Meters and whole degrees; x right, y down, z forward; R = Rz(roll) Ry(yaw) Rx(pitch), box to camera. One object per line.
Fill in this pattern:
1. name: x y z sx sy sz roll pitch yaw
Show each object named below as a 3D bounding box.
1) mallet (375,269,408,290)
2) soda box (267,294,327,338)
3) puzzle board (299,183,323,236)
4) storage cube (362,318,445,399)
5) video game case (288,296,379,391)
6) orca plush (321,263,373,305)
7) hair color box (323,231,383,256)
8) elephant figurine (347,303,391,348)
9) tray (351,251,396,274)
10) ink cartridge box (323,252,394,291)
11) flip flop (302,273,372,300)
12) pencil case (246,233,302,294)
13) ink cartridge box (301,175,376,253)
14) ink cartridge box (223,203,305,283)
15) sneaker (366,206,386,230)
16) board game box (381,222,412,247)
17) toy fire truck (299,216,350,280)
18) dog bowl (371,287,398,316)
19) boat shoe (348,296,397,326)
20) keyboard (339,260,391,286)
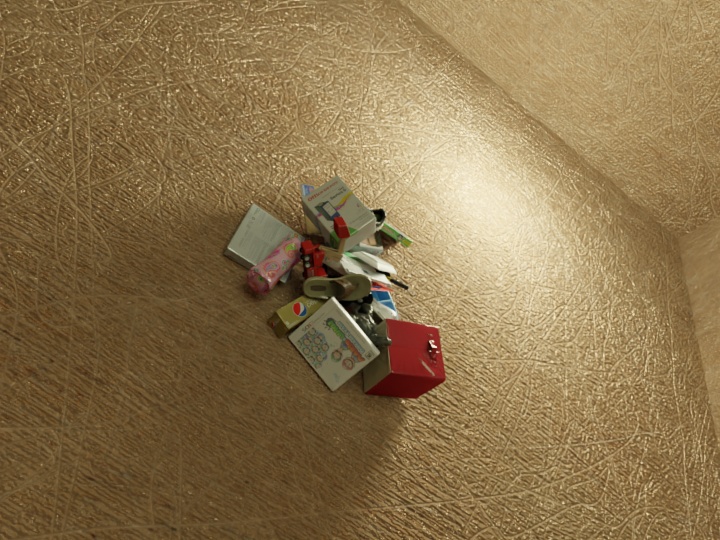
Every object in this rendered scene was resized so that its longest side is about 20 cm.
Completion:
1. mallet: 0.106 0.034 1.680 0.066 0.200 0.041 29 90 -36
2. soda box: -0.167 0.114 1.486 0.064 0.068 0.200 52 45 6
3. puzzle board: -0.119 -0.193 1.687 0.150 0.017 0.201 5 56 -27
4. storage cube: 0.120 0.260 1.511 0.178 0.200 0.172 11 55 -23
5. video game case: -0.075 0.204 1.419 0.200 0.182 0.024 50 19 3
6. orca plush: -0.048 0.033 1.559 0.105 0.071 0.200 -35 59 -23
7. hair color box: -0.027 -0.107 1.743 0.199 0.061 0.100 9 55 -32
8. elephant figurine: -0.007 0.161 1.478 0.155 0.200 0.142 34 47 -12
9. tray: 0.051 -0.028 1.678 0.107 0.022 0.200 32 7 20
10. ink cartridge box: 0.000 0.000 1.603 0.199 0.050 0.160 29 13 32
11. flip flop: -0.065 0.051 1.463 0.198 0.082 0.058 2 14 -10
12. pencil case: -0.236 -0.020 1.460 0.087 0.087 0.200 42 47 -4
13. ink cartridge box: -0.067 -0.170 1.585 0.145 0.088 0.200 -34 67 -15
14. ink cartridge box: -0.283 -0.075 1.548 0.199 0.043 0.197 34 47 -17
15. sneaker: 0.004 -0.160 1.664 0.199 0.088 0.074 -16 68 -33
16. board game box: 0.084 -0.157 1.827 0.199 0.029 0.135 33 9 -13
17. toy fire truck: -0.100 -0.047 1.478 0.140 0.201 0.049 -14 41 -15
18. dog bowl: 0.056 0.111 1.665 0.111 0.050 0.201 -4 64 -38
19. boat shoe: 0.016 0.114 1.572 0.199 0.074 0.067 24 31 21
20. keyboard: 0.017 0.010 1.564 0.199 0.011 0.056 18 23 -43
